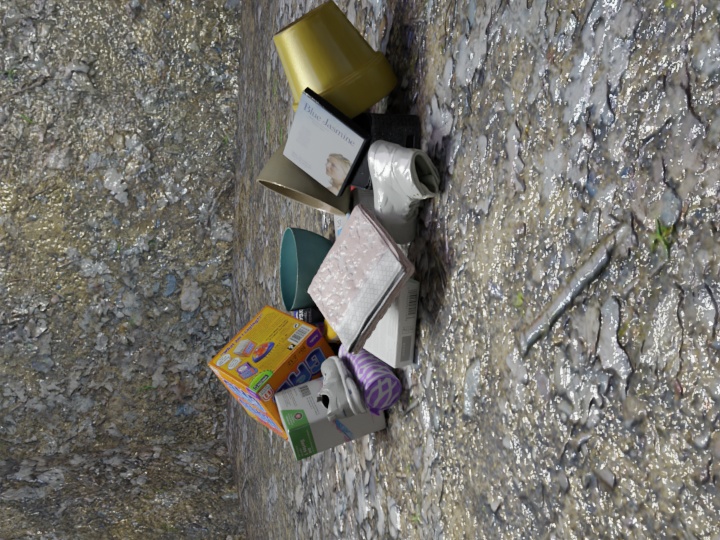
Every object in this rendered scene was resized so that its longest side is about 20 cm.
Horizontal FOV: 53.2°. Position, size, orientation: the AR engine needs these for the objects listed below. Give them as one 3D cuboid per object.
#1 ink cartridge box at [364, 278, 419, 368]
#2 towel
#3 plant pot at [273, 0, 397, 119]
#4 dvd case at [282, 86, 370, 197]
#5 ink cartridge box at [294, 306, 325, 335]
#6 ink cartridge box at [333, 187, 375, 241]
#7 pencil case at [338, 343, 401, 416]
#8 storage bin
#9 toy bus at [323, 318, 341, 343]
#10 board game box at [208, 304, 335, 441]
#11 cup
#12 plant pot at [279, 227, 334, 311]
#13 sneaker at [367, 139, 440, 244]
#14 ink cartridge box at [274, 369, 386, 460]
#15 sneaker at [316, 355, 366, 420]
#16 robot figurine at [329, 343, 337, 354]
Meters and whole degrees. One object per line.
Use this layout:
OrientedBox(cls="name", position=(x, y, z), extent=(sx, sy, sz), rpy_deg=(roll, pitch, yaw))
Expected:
OrientedBox(cls="ink cartridge box", position=(0.032, 0.075, 1.373), extent=(0.200, 0.050, 0.161), rpy_deg=(27, 119, 55))
OrientedBox(cls="towel", position=(-0.008, 0.014, 1.250), extent=(0.200, 0.032, 0.191), rpy_deg=(-58, 43, 22))
OrientedBox(cls="plant pot", position=(-0.061, -0.384, 1.337), extent=(0.189, 0.201, 0.201), rpy_deg=(58, 173, -22))
OrientedBox(cls="dvd case", position=(-0.067, -0.230, 1.321), extent=(0.018, 0.143, 0.200), rpy_deg=(-50, -4, -30))
OrientedBox(cls="ink cartridge box", position=(-0.106, 0.132, 1.758), extent=(0.200, 0.037, 0.095), rpy_deg=(-14, 77, 45))
OrientedBox(cls="ink cartridge box", position=(-0.014, -0.162, 1.572), extent=(0.200, 0.045, 0.177), rpy_deg=(162, 105, -71))
OrientedBox(cls="pencil case", position=(0.014, 0.204, 1.447), extent=(0.086, 0.084, 0.200), rpy_deg=(-57, 24, 7))
OrientedBox(cls="storage bin", position=(0.030, -0.225, 1.352), extent=(0.200, 0.094, 0.136), rpy_deg=(-149, 59, -68))
OrientedBox(cls="toy bus", position=(-0.017, 0.107, 1.532), extent=(0.200, 0.078, 0.065), rpy_deg=(136, 138, -66))
OrientedBox(cls="board game box", position=(-0.182, 0.238, 1.659), extent=(0.200, 0.200, 0.200), rpy_deg=(19, 147, 46))
OrientedBox(cls="cup", position=(-0.099, -0.216, 1.504), extent=(0.144, 0.200, 0.200), rpy_deg=(-69, 18, -3))
OrientedBox(cls="plant pot", position=(-0.110, -0.004, 1.728), extent=(0.200, 0.134, 0.201), rpy_deg=(179, 90, -72))
OrientedBox(cls="sneaker", position=(0.084, -0.120, 1.223), extent=(0.115, 0.074, 0.200), rpy_deg=(20, 138, 43))
OrientedBox(cls="ink cartridge box", position=(-0.063, 0.291, 1.498), extent=(0.145, 0.200, 0.084), rpy_deg=(-129, 24, -61))
OrientedBox(cls="sneaker", position=(-0.056, 0.231, 1.425), extent=(0.200, 0.082, 0.075), rpy_deg=(-138, 26, -70))
OrientedBox(cls="robot figurine", position=(-0.100, 0.140, 1.833), extent=(0.145, 0.058, 0.201), rpy_deg=(147, 121, -66))
